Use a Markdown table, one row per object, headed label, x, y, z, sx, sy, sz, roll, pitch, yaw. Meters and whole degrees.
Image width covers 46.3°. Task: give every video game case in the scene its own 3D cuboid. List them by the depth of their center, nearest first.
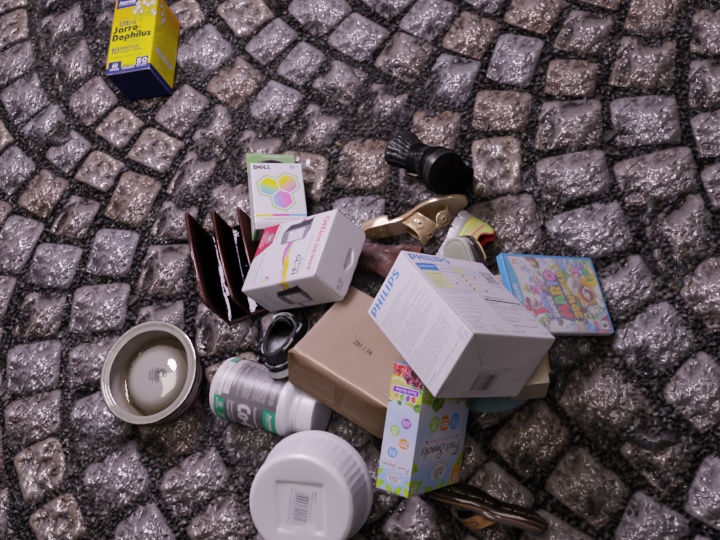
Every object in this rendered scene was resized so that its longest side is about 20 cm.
| label | x | y | z | sx | sy | sz | roll | pitch | yaw |
| --- | --- | --- | --- | --- | --- | --- | --- | --- | --- |
| video game case | 0.329 | 0.041 | 1.417 | 0.199 | 0.018 | 0.144 | 2 | 63 | -28 |

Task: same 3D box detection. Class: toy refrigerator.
| label | x | y | z | sx | sy | sz | roll | pitch | yaw |
| --- | --- | --- | --- | --- | --- | --- | --- | --- | --- |
| toy refrigerator | 0.271 | 0.109 | 1.417 | 0.070 | 0.076 | 0.201 | -6 | 62 | 4 |

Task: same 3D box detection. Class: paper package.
| label | x | y | z | sx | sy | sz | roll | pitch | yaw |
| --- | --- | --- | --- | --- | --- | --- | --- | --- | --- |
| paper package | 0.009 | 0.151 | 1.439 | 0.200 | 0.104 | 0.191 | 29 | 51 | 16 |

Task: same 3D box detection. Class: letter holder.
| label | x | y | z | sx | sy | sz | roll | pitch | yaw |
| --- | --- | --- | --- | --- | --- | --- | --- | --- | --- |
| letter holder | -0.254 | -0.022 | 1.613 | 0.100 | 0.142 | 0.201 | -20 | 65 | 8 |

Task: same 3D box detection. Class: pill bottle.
| label | x | y | z | sx | sy | sz | roll | pitch | yaw |
| --- | --- | --- | --- | --- | --- | --- | --- | --- | --- |
| pill bottle | -0.158 | 0.230 | 1.503 | 0.199 | 0.113 | 0.114 | 11 | 73 | 21 |

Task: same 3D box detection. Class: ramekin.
| label | x | y | z | sx | sy | sz | roll | pitch | yaw |
| --- | --- | --- | --- | --- | --- | --- | --- | --- | --- |
| ramekin | -0.086 | 0.375 | 1.393 | 0.199 | 0.098 | 0.201 | 1 | 95 | 15 |

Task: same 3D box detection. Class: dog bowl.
| label | x | y | z | sx | sy | sz | roll | pitch | yaw |
| --- | --- | --- | --- | --- | --- | --- | --- | --- | --- |
| dog bowl | -0.388 | 0.202 | 1.604 | 0.199 | 0.074 | 0.201 | -6 | 67 | 14 |

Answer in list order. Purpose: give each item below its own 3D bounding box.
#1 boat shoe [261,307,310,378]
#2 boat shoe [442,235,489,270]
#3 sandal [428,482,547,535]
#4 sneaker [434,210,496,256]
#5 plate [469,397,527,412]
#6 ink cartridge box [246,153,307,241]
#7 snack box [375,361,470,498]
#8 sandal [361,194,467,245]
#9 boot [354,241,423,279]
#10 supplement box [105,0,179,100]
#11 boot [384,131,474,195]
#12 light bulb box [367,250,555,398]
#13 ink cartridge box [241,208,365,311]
| label | x | y | z | sx | sy | sz | roll | pitch | yaw |
| --- | --- | --- | --- | --- | --- | --- | --- | --- | --- |
| boat shoe | -0.135 | 0.110 | 1.521 | 0.075 | 0.061 | 0.200 | -14 | 30 | 7 |
| boat shoe | 0.201 | 0.037 | 1.457 | 0.072 | 0.060 | 0.202 | -12 | 92 | 40 |
| sandal | 0.201 | 0.395 | 1.367 | 0.199 | 0.082 | 0.055 | 16 | 96 | 14 |
| sneaker | 0.181 | -0.011 | 1.520 | 0.090 | 0.078 | 0.201 | 22 | 77 | 18 |
| plate | 0.227 | 0.147 | 1.473 | 0.199 | 0.026 | 0.201 | -5 | 68 | 13 |
| ink cartridge box | -0.167 | -0.158 | 1.666 | 0.103 | 0.059 | 0.201 | -1 | 66 | -14 |
| snack box | 0.108 | 0.248 | 1.354 | 0.067 | 0.168 | 0.201 | 11 | 94 | 35 |
| sandal | 0.104 | -0.075 | 1.568 | 0.211 | 0.078 | 0.070 | -14 | 61 | 19 |
| boot | 0.000 | 0.000 | 1.540 | 0.199 | 0.064 | 0.187 | 8 | 29 | 16 |
| supplement box | -0.484 | -0.499 | 1.886 | 0.108 | 0.110 | 0.201 | -5 | 67 | 14 |
| boot | 0.110 | -0.205 | 1.550 | 0.158 | 0.211 | 0.080 | 34 | 97 | 20 |
| light bulb box | 0.154 | 0.084 | 1.306 | 0.200 | 0.198 | 0.125 | 51 | 121 | 40 |
| ink cartridge box | -0.104 | -0.016 | 1.516 | 0.200 | 0.086 | 0.148 | -13 | 49 | 43 |
